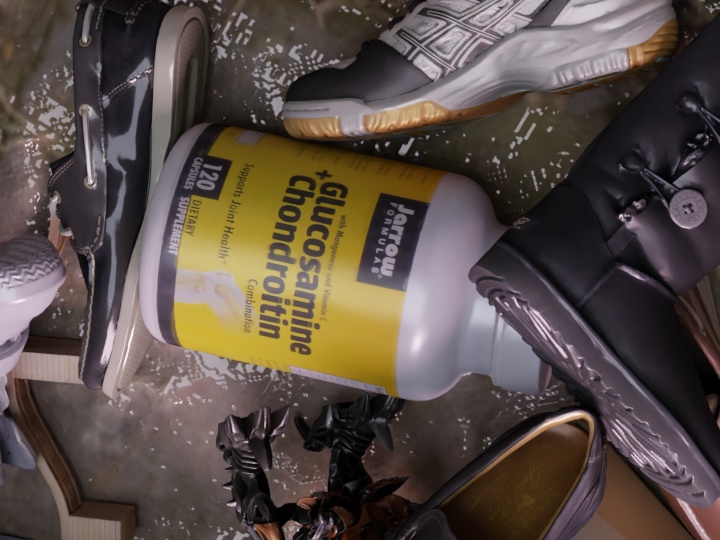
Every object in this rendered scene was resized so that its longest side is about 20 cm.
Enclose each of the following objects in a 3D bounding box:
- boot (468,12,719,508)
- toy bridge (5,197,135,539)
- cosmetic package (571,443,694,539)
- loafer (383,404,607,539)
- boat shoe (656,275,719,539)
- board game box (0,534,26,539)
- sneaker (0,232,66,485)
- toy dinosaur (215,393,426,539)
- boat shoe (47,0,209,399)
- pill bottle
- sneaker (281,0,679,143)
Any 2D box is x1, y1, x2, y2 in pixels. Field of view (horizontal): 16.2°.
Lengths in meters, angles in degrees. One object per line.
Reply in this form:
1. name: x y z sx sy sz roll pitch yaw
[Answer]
1. boot: 0.171 -0.015 1.170 0.200 0.066 0.165 -45 105 -13
2. toy bridge: -0.155 0.047 1.337 0.067 0.027 0.202 4 108 14
3. cosmetic package: 0.143 0.188 1.260 0.200 0.105 0.071 47 123 -6
4. loafer: 0.039 0.135 1.144 0.073 0.200 0.072 36 159 11
5. boat shoe: 0.159 0.073 1.236 0.075 0.072 0.201 -26 100 21
6. board game box: -0.137 0.219 1.300 0.198 0.196 0.056 10 111 12
7. sneaker: -0.197 0.056 1.295 0.199 0.075 0.116 -21 96 49
8. toy dinosaur: -0.023 0.137 1.272 0.199 0.102 0.137 -16 82 35
9. boat shoe: -0.122 -0.037 1.265 0.067 0.072 0.202 10 102 10
10. pill bottle: 0.000 0.000 1.233 0.198 0.112 0.113 12 111 11
11. sneaker: 0.052 -0.117 1.211 0.199 0.076 0.088 -15 88 17
